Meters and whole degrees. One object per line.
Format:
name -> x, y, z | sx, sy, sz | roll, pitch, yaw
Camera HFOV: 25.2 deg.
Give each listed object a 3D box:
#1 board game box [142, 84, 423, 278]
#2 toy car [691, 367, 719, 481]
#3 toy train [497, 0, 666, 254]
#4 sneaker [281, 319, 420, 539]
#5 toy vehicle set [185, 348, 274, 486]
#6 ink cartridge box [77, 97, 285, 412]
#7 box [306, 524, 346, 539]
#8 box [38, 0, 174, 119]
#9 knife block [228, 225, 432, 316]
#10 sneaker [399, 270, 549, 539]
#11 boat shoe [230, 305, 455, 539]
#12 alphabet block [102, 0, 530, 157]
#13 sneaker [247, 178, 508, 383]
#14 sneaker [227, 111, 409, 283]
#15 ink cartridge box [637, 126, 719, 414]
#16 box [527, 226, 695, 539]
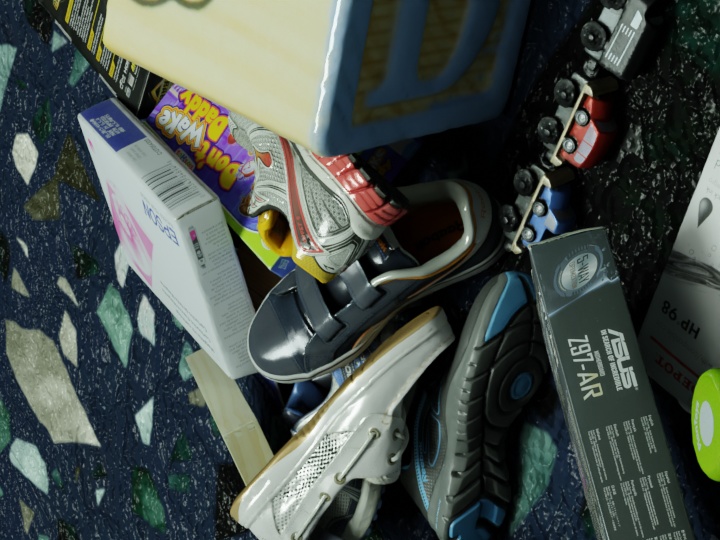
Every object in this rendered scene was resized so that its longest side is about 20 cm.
board game box -> -0.061, -0.098, 1.164 | 0.135, 0.045, 0.200 | -51, 49, 7
toy car -> 0.243, 0.154, 0.803 | 0.159, 0.162, 0.202 | -96, 8, -45
toy train -> 0.136, -0.088, 0.990 | 0.046, 0.034, 0.201 | 39, 126, 24
sneaker -> -0.018, 0.114, 1.154 | 0.077, 0.084, 0.202 | -90, 13, -59
toy vehicle set -> -0.082, 0.139, 1.206 | 0.125, 0.026, 0.200 | 66, 173, -17
ink cartridge box -> -0.137, -0.006, 1.215 | 0.196, 0.043, 0.202 | 41, 151, 50
box -> 0.039, 0.267, 1.065 | 0.199, 0.148, 0.105 | 18, 74, 49
box -> -0.169, -0.241, 1.220 | 0.160, 0.049, 0.201 | 50, 134, 30
knife block -> -0.046, -0.029, 1.200 | 0.199, 0.063, 0.178 | -31, 74, 49
sneaker -> 0.068, 0.086, 1.076 | 0.082, 0.073, 0.202 | 40, 124, 45
boat shoe -> 0.002, 0.110, 1.059 | 0.069, 0.071, 0.200 | 43, 106, 3
alphabet block -> -0.019, -0.204, 1.007 | 0.199, 0.195, 0.198 | 29, 118, 33
sneaker -> 0.000, 0.000, 1.056 | 0.199, 0.079, 0.079 | -34, 66, 9
sneaker -> -0.047, -0.059, 1.033 | 0.082, 0.078, 0.200 | -50, 32, 4
ink cartridge box -> 0.223, 0.027, 0.875 | 0.116, 0.066, 0.202 | 42, 127, 39
box -> 0.139, 0.096, 0.878 | 0.160, 0.043, 0.202 | 65, -169, -70
